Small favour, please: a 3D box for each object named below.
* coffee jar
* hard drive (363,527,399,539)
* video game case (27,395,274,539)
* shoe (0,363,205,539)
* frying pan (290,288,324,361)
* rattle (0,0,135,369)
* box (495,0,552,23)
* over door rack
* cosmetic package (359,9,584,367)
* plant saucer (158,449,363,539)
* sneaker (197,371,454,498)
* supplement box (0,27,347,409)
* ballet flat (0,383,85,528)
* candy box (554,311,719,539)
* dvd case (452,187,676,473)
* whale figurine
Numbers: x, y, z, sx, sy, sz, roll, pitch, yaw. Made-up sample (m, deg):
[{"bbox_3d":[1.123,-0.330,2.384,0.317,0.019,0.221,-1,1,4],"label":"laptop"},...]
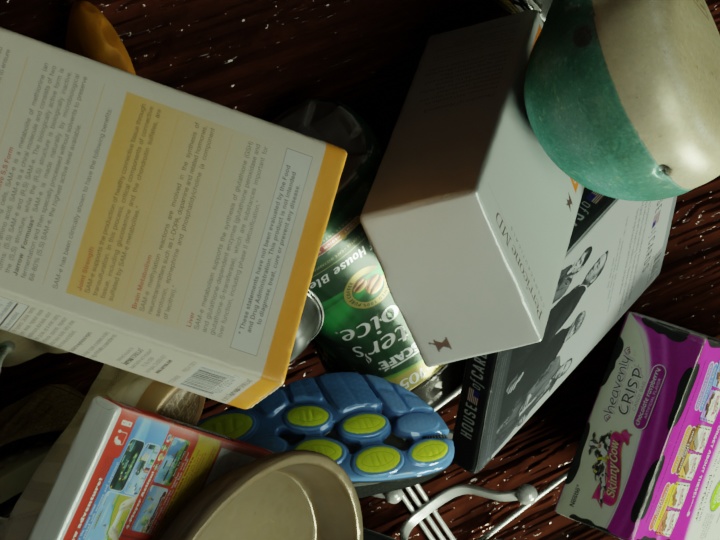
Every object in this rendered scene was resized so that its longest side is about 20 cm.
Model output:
[{"bbox_3d":[0.000,0.000,1.635,0.104,0.085,0.200,-40,136,-1],"label":"coffee jar"},{"bbox_3d":[-0.030,0.248,1.766,0.139,0.033,0.200,24,109,-47],"label":"hard drive"},{"bbox_3d":[-0.114,0.146,1.501,0.143,0.017,0.200,-65,155,-1],"label":"video game case"},{"bbox_3d":[-0.151,0.132,1.506,0.200,0.053,0.070,-60,158,-9],"label":"shoe"},{"bbox_3d":[-0.051,0.016,1.553,0.115,0.190,0.031,27,52,-37],"label":"frying pan"},{"bbox_3d":[-0.175,-0.014,1.478,0.200,0.130,0.143,-31,127,6],"label":"rattle"},{"bbox_3d":[0.158,-0.220,1.682,0.200,0.049,0.160,-53,135,-4],"label":"box"},{"bbox_3d":[0.105,0.108,1.815,0.200,0.067,0.148,-45,137,-13],"label":"over door rack"},{"bbox_3d":[0.067,-0.048,1.587,0.200,0.071,0.102,-70,141,-54],"label":"cosmetic package"},{"bbox_3d":[-0.069,0.187,1.552,0.200,0.029,0.200,-35,136,-43],"label":"plant saucer"},{"bbox_3d":[-0.045,0.113,1.639,0.199,0.071,0.083,-14,147,5],"label":"sneaker"},{"bbox_3d":[-0.122,-0.026,1.395,0.200,0.074,0.126,20,73,-12],"label":"supplement box"},{"bbox_3d":[-0.212,0.126,1.527,0.200,0.072,0.068,-26,127,-29],"label":"ballet flat"},{"bbox_3d":[0.209,0.108,1.854,0.200,0.061,0.137,18,93,-60],"label":"candy box"},{"bbox_3d":[0.124,0.010,1.694,0.200,0.025,0.150,-46,157,-33],"label":"dvd case"},{"bbox_3d":[0.137,-0.127,1.582,0.104,0.200,0.159,-24,142,21],"label":"whale figurine"}]
